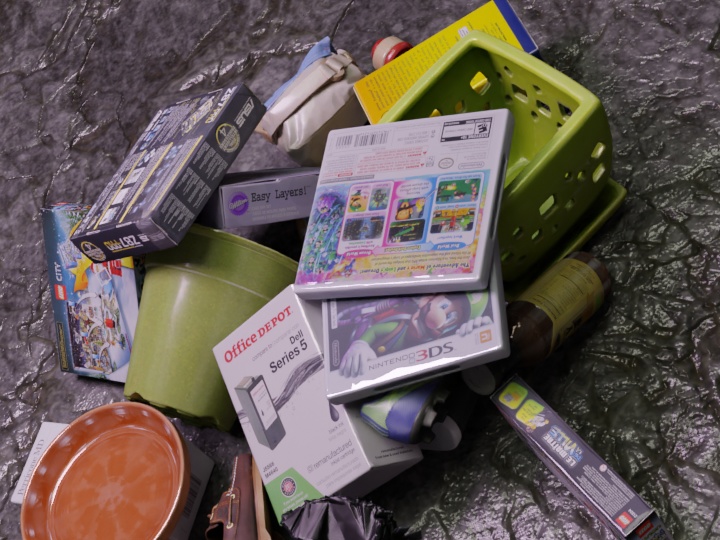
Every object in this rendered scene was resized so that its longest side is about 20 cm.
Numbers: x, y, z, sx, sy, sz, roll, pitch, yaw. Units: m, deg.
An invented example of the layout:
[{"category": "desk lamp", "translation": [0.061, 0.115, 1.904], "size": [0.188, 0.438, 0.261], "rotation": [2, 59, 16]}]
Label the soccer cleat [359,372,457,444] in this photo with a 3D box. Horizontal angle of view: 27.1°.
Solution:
[{"category": "soccer cleat", "translation": [0.064, 0.080, 1.433], "size": [0.084, 0.065, 0.200], "rotation": [19, 49, 14]}]

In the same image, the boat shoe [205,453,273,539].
[{"category": "boat shoe", "translation": [-0.119, 0.255, 1.472], "size": [0.070, 0.071, 0.200], "rotation": [-11, 33, 0]}]

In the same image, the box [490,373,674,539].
[{"category": "box", "translation": [0.205, 0.187, 1.351], "size": [0.035, 0.110, 0.200], "rotation": [-42, 48, -3]}]

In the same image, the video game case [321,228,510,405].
[{"category": "video game case", "translation": [0.045, 0.012, 1.393], "size": [0.181, 0.023, 0.200], "rotation": [-18, 56, 23]}]

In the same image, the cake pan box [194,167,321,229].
[{"category": "cake pan box", "translation": [-0.118, -0.083, 1.651], "size": [0.184, 0.200, 0.052], "rotation": [2, 100, 55]}]

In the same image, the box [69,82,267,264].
[{"category": "box", "translation": [-0.205, -0.103, 1.581], "size": [0.161, 0.049, 0.200], "rotation": [-12, 41, 48]}]

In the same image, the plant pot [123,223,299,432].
[{"category": "plant pot", "translation": [-0.170, 0.067, 1.616], "size": [0.200, 0.200, 0.190], "rotation": [10, 75, 34]}]

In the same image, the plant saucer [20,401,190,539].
[{"category": "plant saucer", "translation": [-0.261, 0.233, 1.544], "size": [0.200, 0.032, 0.201], "rotation": [-14, 55, 21]}]

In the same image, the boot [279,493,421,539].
[{"category": "boot", "translation": [-0.021, 0.263, 1.392], "size": [0.198, 0.162, 0.074], "rotation": [3, 62, 33]}]

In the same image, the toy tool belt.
[{"category": "toy tool belt", "translation": [-0.042, -0.219, 1.773], "size": [0.123, 0.125, 0.200], "rotation": [37, 80, 33]}]

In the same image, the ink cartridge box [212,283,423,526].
[{"category": "ink cartridge box", "translation": [-0.046, 0.129, 1.474], "size": [0.145, 0.084, 0.200], "rotation": [-38, 68, 38]}]

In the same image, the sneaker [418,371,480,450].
[{"category": "sneaker", "translation": [0.046, 0.124, 1.524], "size": [0.200, 0.071, 0.099], "rotation": [5, 43, 44]}]

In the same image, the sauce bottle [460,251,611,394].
[{"category": "sauce bottle", "translation": [0.168, 0.053, 1.443], "size": [0.065, 0.065, 0.200], "rotation": [17, 40, 37]}]

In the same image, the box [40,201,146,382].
[{"category": "box", "translation": [-0.295, 0.025, 1.712], "size": [0.136, 0.201, 0.038], "rotation": [7, 18, 33]}]

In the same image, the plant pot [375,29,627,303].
[{"category": "plant pot", "translation": [0.145, -0.094, 1.535], "size": [0.199, 0.182, 0.200], "rotation": [-45, 48, -7]}]

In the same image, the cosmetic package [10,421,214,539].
[{"category": "cosmetic package", "translation": [-0.269, 0.229, 1.620], "size": [0.200, 0.071, 0.102], "rotation": [1, 59, 31]}]

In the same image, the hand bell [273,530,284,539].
[{"category": "hand bell", "translation": [-0.149, 0.335, 1.482], "size": [0.104, 0.104, 0.200], "rotation": [25, 61, 39]}]

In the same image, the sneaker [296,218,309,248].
[{"category": "sneaker", "translation": [0.000, 0.000, 1.638], "size": [0.088, 0.076, 0.200], "rotation": [-29, 52, -10]}]

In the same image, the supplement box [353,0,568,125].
[{"category": "supplement box", "translation": [0.112, -0.194, 1.673], "size": [0.200, 0.109, 0.110], "rotation": [-31, 48, 8]}]

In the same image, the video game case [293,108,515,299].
[{"category": "video game case", "translation": [0.041, -0.061, 1.408], "size": [0.200, 0.024, 0.182], "rotation": [-4, 61, 30]}]
